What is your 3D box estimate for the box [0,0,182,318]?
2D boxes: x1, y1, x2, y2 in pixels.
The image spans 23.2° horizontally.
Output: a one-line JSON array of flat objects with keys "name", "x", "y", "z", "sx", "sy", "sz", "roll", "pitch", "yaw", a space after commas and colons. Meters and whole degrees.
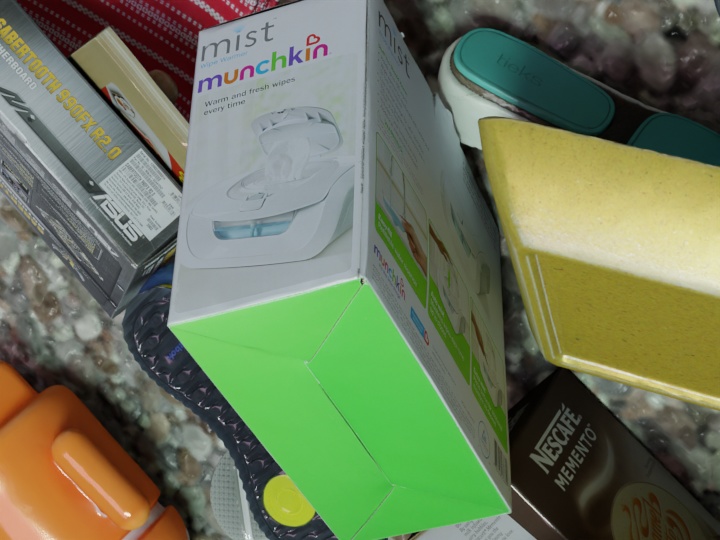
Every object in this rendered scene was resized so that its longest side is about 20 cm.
[{"name": "box", "x": -0.177, "y": -0.073, "z": 0.955, "sx": 0.200, "sy": 0.048, "sz": 0.158, "roll": 48, "pitch": 164, "yaw": 0}]

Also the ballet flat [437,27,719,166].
[{"name": "ballet flat", "x": 0.125, "y": -0.052, "z": 0.870, "sx": 0.199, "sy": 0.069, "sz": 0.070, "roll": 31, "pitch": 124, "yaw": 15}]

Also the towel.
[{"name": "towel", "x": -0.109, "y": -0.171, "z": 0.944, "sx": 0.144, "sy": 0.022, "sz": 0.201, "roll": 35, "pitch": 125, "yaw": 8}]

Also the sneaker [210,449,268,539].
[{"name": "sneaker", "x": 0.001, "y": 0.075, "z": 0.990, "sx": 0.200, "sy": 0.080, "sz": 0.071, "roll": -43, "pitch": 69, "yaw": 16}]

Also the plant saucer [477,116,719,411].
[{"name": "plant saucer", "x": 0.153, "y": 0.015, "z": 0.823, "sx": 0.198, "sy": 0.049, "sz": 0.200, "roll": 15, "pitch": 160, "yaw": 19}]

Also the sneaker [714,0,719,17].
[{"name": "sneaker", "x": 0.231, "y": -0.068, "z": 0.791, "sx": 0.200, "sy": 0.081, "sz": 0.074, "roll": 48, "pitch": 125, "yaw": -2}]

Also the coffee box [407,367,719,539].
[{"name": "coffee box", "x": 0.136, "y": 0.167, "z": 0.937, "sx": 0.200, "sy": 0.114, "sz": 0.080, "roll": 44, "pitch": 126, "yaw": -1}]

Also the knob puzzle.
[{"name": "knob puzzle", "x": -0.088, "y": -0.041, "z": 0.944, "sx": 0.219, "sy": 0.030, "sz": 0.220, "roll": 42, "pitch": 161, "yaw": 18}]

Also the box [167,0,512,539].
[{"name": "box", "x": 0.000, "y": 0.000, "z": 0.832, "sx": 0.096, "sy": 0.178, "sz": 0.200, "roll": -14, "pitch": 141, "yaw": 17}]

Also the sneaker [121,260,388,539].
[{"name": "sneaker", "x": -0.044, "y": 0.077, "z": 0.938, "sx": 0.066, "sy": 0.078, "sz": 0.201, "roll": -37, "pitch": 92, "yaw": 24}]

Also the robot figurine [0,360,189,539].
[{"name": "robot figurine", "x": -0.187, "y": 0.153, "z": 1.092, "sx": 0.144, "sy": 0.117, "sz": 0.200, "roll": -41, "pitch": 92, "yaw": 14}]
